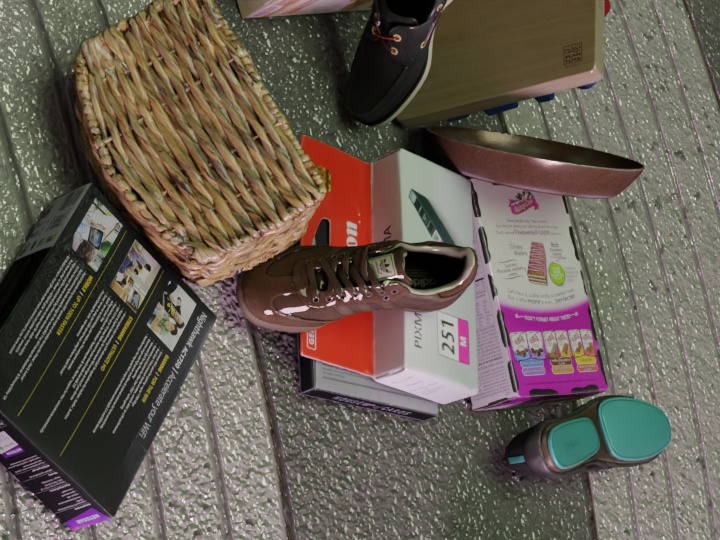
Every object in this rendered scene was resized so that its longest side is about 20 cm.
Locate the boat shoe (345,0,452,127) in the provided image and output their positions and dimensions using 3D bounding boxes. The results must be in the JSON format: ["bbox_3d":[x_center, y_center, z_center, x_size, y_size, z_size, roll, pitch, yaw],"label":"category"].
[{"bbox_3d":[0.035,-0.216,1.716,0.074,0.202,0.063,39,22,27],"label":"boat shoe"}]

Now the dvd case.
[{"bbox_3d":[0.003,0.017,1.694,0.150,0.025,0.202,15,64,-43],"label":"dvd case"}]

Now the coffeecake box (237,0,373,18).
[{"bbox_3d":[-0.034,-0.308,1.751,0.199,0.073,0.155,-13,84,-48],"label":"coffeecake box"}]

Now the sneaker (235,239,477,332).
[{"bbox_3d":[0.000,0.000,1.597,0.198,0.076,0.071,-7,72,-25],"label":"sneaker"}]

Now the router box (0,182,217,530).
[{"bbox_3d":[-0.199,0.060,1.437,0.149,0.051,0.201,48,45,-24],"label":"router box"}]

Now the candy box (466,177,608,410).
[{"bbox_3d":[0.142,0.021,1.813,0.136,0.061,0.202,1,75,-47],"label":"candy box"}]

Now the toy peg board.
[{"bbox_3d":[0.144,-0.222,1.827,0.098,0.198,0.201,38,48,-49],"label":"toy peg board"}]

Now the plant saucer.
[{"bbox_3d":[0.154,-0.095,1.797,0.199,0.199,0.035,-2,104,-47],"label":"plant saucer"}]

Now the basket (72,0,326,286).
[{"bbox_3d":[-0.135,-0.090,1.537,0.142,0.149,0.201,-31,86,-12],"label":"basket"}]

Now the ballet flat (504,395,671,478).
[{"bbox_3d":[0.200,0.151,1.816,0.199,0.068,0.069,-1,76,-48],"label":"ballet flat"}]

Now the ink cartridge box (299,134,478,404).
[{"bbox_3d":[0.025,-0.006,1.677,0.173,0.043,0.202,21,60,-43],"label":"ink cartridge box"}]
